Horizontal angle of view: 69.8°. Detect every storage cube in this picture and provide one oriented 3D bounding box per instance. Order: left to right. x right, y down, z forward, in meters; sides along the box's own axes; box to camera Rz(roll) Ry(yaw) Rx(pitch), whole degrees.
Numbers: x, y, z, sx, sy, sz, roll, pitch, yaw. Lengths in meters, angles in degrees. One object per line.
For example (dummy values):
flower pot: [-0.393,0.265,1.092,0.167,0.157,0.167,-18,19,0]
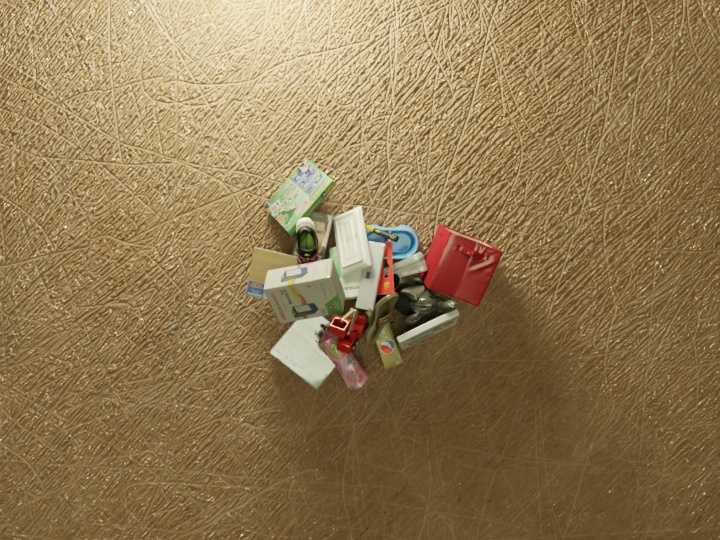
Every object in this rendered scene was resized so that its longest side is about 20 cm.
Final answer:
storage cube: [0.295,-0.019,1.562,0.170,0.200,0.181,20,102,-8]

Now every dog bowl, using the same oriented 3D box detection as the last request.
dog bowl: [0.089,-0.085,1.607,0.198,0.050,0.113,0,98,-5]

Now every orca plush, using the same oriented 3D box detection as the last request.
orca plush: [0.024,0.066,1.565,0.198,0.071,0.106,-8,123,21]

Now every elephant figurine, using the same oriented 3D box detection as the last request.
elephant figurine: [0.177,0.095,1.564,0.141,0.200,0.155,43,93,-9]

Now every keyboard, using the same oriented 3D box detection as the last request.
keyboard: [0.030,0.015,1.516,0.056,0.011,0.202,8,83,21]

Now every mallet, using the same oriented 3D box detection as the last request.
mallet: [0.040,-0.132,1.544,0.041,0.199,0.066,32,78,-51]

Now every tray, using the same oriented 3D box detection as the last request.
tray: [-0.031,-0.091,1.541,0.107,0.022,0.202,-20,66,24]

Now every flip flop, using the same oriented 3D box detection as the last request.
flip flop: [0.070,0.147,1.529,0.058,0.081,0.201,41,123,31]

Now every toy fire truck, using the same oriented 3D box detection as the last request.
toy fire truck: [-0.030,0.161,1.505,0.048,0.200,0.142,16,124,17]

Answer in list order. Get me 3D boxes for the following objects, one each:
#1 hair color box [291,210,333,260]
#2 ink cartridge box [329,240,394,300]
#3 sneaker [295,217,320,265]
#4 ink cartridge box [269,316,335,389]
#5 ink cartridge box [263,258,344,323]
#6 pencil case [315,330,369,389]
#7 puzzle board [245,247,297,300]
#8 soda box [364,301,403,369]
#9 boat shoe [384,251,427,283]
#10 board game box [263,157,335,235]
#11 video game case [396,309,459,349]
hair color box: [-0.152,-0.082,1.582,0.098,0.061,0.202,13,97,-5]
ink cartridge box: [0.000,0.000,1.544,0.199,0.050,0.162,-10,78,32]
sneaker: [-0.153,-0.047,1.488,0.073,0.088,0.202,-5,107,-2]
ink cartridge box: [-0.152,0.242,1.639,0.196,0.043,0.200,40,90,-10]
ink cartridge box: [-0.158,0.061,1.479,0.198,0.088,0.146,-9,130,10]
pencil case: [-0.054,0.271,1.590,0.087,0.087,0.201,-34,101,1]
puzzle board: [-0.237,0.024,1.557,0.198,0.017,0.152,13,102,-4]
soda box: [0.072,0.204,1.638,0.064,0.068,0.201,-20,99,-1]
boat shoe: [0.111,0.011,1.579,0.199,0.073,0.067,-25,91,31]
board game box: [-0.182,-0.221,1.538,0.200,0.029,0.135,-48,61,4]
video game case: [0.208,0.186,1.594,0.199,0.182,0.024,-25,73,-1]
